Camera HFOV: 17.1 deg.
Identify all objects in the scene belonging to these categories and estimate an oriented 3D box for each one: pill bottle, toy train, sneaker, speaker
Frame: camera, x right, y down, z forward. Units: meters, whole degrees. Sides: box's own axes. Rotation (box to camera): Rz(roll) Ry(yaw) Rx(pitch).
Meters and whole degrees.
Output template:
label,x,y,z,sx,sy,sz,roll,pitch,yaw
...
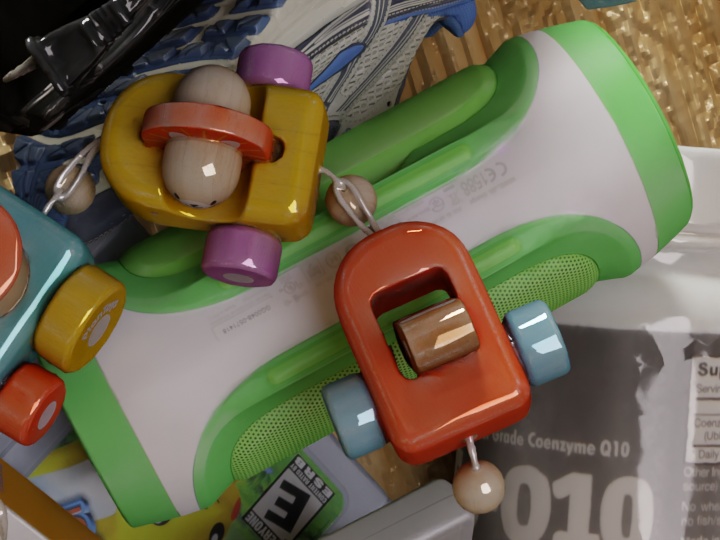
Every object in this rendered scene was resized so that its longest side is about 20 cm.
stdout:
label,x,y,z,sx,sy,sz,roll,pitch,yaw
pill bottle,0.089,0.056,0.841,0.113,0.114,0.201,2,93,-28
toy train,-0.050,0.013,0.666,0.199,0.056,0.151,-18,73,-1
sneaker,-0.026,-0.060,0.783,0.200,0.077,0.085,-42,122,-29
speaker,0.000,0.000,0.744,0.199,0.088,0.089,-28,108,-6

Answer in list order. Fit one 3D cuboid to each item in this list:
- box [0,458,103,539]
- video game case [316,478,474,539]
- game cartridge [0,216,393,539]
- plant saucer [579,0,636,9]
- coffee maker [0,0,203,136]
label,x,y,z,sx,sy,sz,roll,pitch,yaw
box,-0.145,0.109,0.736,0.200,0.041,0.119,41,97,-18
video game case,-0.055,0.169,0.767,0.199,0.022,0.183,-24,141,-25
game cartridge,-0.073,0.083,0.803,0.133,0.040,0.200,-47,113,-12
plant saucer,0.022,-0.167,0.815,0.019,0.070,0.200,-40,113,9
coffee maker,-0.103,-0.147,0.605,0.135,0.192,0.200,-43,96,-9
